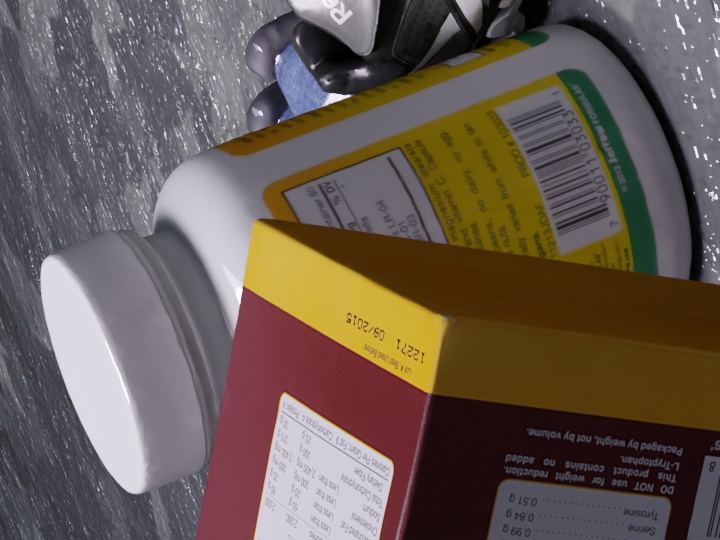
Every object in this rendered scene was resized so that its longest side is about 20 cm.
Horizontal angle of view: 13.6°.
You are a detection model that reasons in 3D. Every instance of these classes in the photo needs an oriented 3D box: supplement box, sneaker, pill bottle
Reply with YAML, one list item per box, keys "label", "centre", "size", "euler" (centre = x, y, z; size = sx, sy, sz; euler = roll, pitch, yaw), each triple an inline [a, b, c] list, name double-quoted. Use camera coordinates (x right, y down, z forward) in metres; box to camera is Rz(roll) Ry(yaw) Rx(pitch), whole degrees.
- label: "supplement box"
  centre: [0.063, 0.107, 0.840]
  size: [0.133, 0.196, 0.201]
  euler: [28, 108, 64]
- label: "sneaker"
  centre: [0.019, -0.114, 1.003]
  size: [0.067, 0.090, 0.200]
  euler: [61, 161, 20]
- label: "pill bottle"
  centre: [0.000, 0.000, 1.007]
  size: [0.113, 0.199, 0.113]
  euler: [55, 158, 35]

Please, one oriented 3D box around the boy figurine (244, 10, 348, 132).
- label: "boy figurine"
  centre: [0.020, -0.019, 1.157]
  size: [0.200, 0.064, 0.125]
  euler: [55, 158, 36]
